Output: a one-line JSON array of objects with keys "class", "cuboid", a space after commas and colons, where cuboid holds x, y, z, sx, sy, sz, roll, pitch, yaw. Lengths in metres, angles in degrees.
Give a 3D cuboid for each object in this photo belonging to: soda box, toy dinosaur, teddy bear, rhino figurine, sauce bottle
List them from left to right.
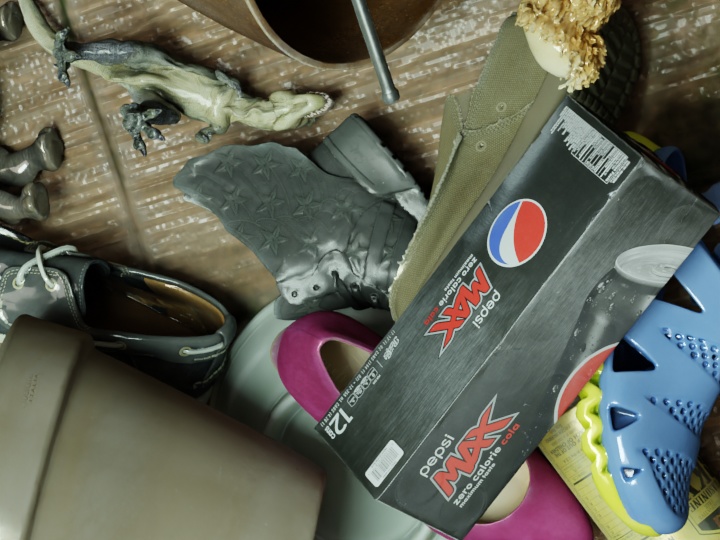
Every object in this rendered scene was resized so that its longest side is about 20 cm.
[{"class": "rhino figurine", "cuboid": [-0.230, -0.118, 1.369, 0.087, 0.060, 0.201, -11, 102, 25]}, {"class": "toy dinosaur", "cuboid": [-0.116, -0.101, 1.313, 0.200, 0.088, 0.048, 23, 111, 16]}, {"class": "soda box", "cuboid": [0.072, 0.024, 1.164, 0.200, 0.071, 0.063, -52, 43, 9]}, {"class": "teddy bear", "cuboid": [0.117, -0.179, 1.140, 0.067, 0.145, 0.201, 13, 98, -1]}, {"class": "sauce bottle", "cuboid": [0.159, 0.128, 1.269, 0.065, 0.065, 0.200, -38, 88, 25]}]

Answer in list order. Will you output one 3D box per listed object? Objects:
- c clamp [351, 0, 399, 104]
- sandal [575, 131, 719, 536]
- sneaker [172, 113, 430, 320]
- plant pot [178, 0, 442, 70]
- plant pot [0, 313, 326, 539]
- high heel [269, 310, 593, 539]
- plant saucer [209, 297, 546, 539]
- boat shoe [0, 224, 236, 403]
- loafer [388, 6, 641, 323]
[{"class": "c clamp", "cuboid": [0.052, -0.203, 1.188, 0.027, 0.200, 0.171, 21, 142, 52]}, {"class": "sandal", "cuboid": [0.153, 0.028, 1.203, 0.087, 0.079, 0.201, -1, 77, 24]}, {"class": "sneaker", "cuboid": [0.000, 0.000, 1.290, 0.104, 0.060, 0.200, -39, 76, 3]}, {"class": "plant pot", "cuboid": [-0.071, -0.210, 1.231, 0.200, 0.187, 0.187, 19, 110, 37]}, {"class": "plant pot", "cuboid": [-0.112, 0.137, 1.271, 0.173, 0.200, 0.201, 12, 108, 0]}, {"class": "high heel", "cuboid": [0.043, 0.087, 1.242, 0.200, 0.096, 0.067, 41, 82, -8]}, {"class": "plant saucer", "cuboid": [0.002, 0.103, 1.334, 0.200, 0.050, 0.201, 5, 104, 22]}, {"class": "boat shoe", "cuboid": [-0.162, 0.007, 1.342, 0.200, 0.072, 0.068, 25, 140, -4]}, {"class": "loafer", "cuboid": [0.069, -0.046, 1.233, 0.067, 0.076, 0.200, 19, 71, 40]}]
